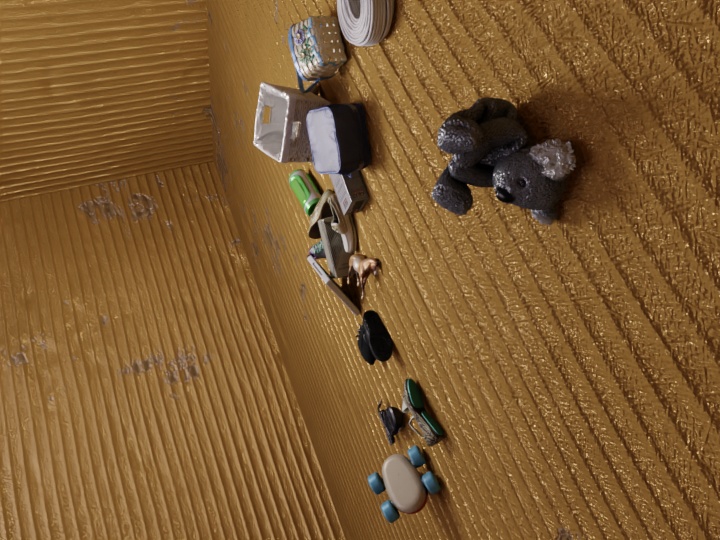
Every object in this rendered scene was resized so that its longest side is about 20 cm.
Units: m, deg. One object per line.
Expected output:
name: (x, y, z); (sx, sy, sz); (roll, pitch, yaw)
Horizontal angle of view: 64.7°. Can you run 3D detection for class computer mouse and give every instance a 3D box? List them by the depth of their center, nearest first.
computer mouse: (0.101, 0.476, 1.880); (0.201, 0.045, 0.141); (94, 158, -52)

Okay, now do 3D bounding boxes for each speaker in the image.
speaker: (-0.193, -0.280, 2.055); (0.089, 0.087, 0.201); (97, 151, -46)

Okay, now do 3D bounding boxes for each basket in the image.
basket: (-0.136, -0.613, 1.586); (0.199, 0.138, 0.179); (-10, 96, 60)
basket: (-0.205, -0.444, 1.717); (0.200, 0.159, 0.201); (39, 125, 46)

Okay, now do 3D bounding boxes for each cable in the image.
cable: (0.007, -0.621, 1.300); (0.200, 0.068, 0.203); (-142, 41, -59)

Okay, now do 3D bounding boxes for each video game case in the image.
video game case: (-0.093, 0.053, 1.971); (0.200, 0.024, 0.182); (49, 179, -39)

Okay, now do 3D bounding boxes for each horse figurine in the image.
horse figurine: (0.000, 0.000, 1.781); (0.200, 0.049, 0.134); (-132, 45, -62)

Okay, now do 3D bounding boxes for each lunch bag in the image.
lunch bag: (-0.051, -0.355, 1.563); (0.135, 0.131, 0.203); (13, 117, 50)

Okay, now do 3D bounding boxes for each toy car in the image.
toy car: (0.155, 0.671, 1.756); (0.178, 0.183, 0.200); (57, -178, 38)

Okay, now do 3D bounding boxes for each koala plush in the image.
koala plush: (0.245, -0.168, 0.913); (0.199, 0.183, 0.178); (36, 151, 28)

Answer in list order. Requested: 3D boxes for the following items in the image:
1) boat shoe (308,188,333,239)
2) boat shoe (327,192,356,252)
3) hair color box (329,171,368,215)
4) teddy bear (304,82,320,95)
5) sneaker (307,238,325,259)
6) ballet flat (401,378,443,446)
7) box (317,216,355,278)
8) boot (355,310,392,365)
boat shoe: (-0.130, -0.190, 1.963); (0.201, 0.072, 0.063); (-56, 35, 40)
boat shoe: (-0.060, -0.150, 1.816); (0.075, 0.068, 0.203); (-157, 54, -65)
hair color box: (-0.045, -0.279, 1.697); (0.099, 0.060, 0.202); (129, 124, -66)
teddy bear: (-0.147, -0.499, 1.828); (0.145, 0.066, 0.203); (-15, 84, 61)
sneaker: (-0.136, -0.078, 2.040); (0.200, 0.086, 0.075); (129, 123, -66)
ballet flat: (0.160, 0.407, 1.611); (0.075, 0.067, 0.201); (-47, 55, 23)
box: (-0.077, -0.080, 1.897); (0.068, 0.081, 0.203); (0, 105, 69)
boot: (0.041, 0.244, 1.823); (0.164, 0.072, 0.200); (101, 155, -46)
